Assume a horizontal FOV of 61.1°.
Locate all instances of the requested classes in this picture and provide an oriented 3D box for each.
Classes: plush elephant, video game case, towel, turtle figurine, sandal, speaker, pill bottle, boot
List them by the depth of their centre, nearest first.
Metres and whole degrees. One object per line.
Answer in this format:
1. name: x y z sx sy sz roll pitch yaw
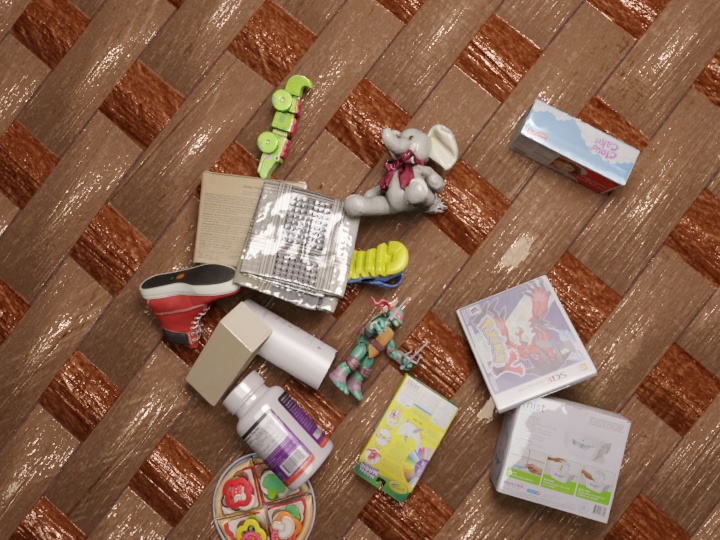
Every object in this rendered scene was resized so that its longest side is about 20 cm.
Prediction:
1. towel: -0.104 -0.043 1.050 0.188 0.035 0.205 16 77 -7
2. plush elephant: 0.081 -0.181 1.063 0.162 0.197 0.159 -8 87 41
3. video game case: 0.286 0.125 1.073 0.178 0.023 0.203 -21 57 2
4. pill bottle: -0.152 0.282 1.093 0.111 0.111 0.200 -44 87 1
5. turtle figurine: 0.034 0.136 1.098 0.201 0.101 0.149 -50 128 2
6. boot: -0.284 0.071 1.100 0.195 0.073 0.147 -8 119 19
7. sandal: 0.000 0.000 1.110 0.195 0.087 0.081 2 64 22
8. speaker: -0.142 0.133 1.112 0.197 0.081 0.083 30 90 2

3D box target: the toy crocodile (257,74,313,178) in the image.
1. toy crocodile: -0.143 -0.264 1.127 0.060 0.068 0.205 19 89 2

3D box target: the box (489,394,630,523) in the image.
1. box: 0.347 0.317 1.076 0.195 0.097 0.181 14 89 3

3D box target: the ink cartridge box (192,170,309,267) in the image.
1. ink cartridge box: -0.196 -0.084 1.122 0.194 0.075 0.170 7 88 3

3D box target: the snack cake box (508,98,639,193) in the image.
1. snack cake box: 0.372 -0.215 1.078 0.197 0.115 0.068 28 90 3

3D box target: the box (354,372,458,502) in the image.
1. box: 0.081 0.306 1.115 0.116 0.048 0.203 31 88 3

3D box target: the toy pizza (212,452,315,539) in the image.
1. toy pizza: -0.180 0.442 1.131 0.194 0.032 0.206 0 88 3

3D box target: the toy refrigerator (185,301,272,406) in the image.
1. toy refrigerator: -0.231 0.148 1.069 0.076 0.070 0.201 41 131 3
